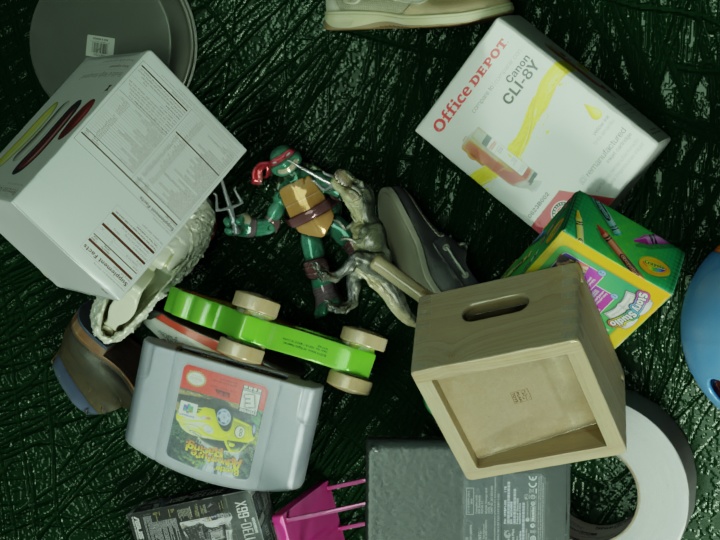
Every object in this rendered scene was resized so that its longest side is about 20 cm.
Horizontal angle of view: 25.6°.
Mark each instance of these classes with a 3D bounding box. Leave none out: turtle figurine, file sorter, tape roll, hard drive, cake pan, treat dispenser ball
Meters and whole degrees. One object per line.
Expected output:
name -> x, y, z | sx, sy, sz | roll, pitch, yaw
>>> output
turtle figurine -> -0.053, -0.060, 1.632 | 0.150, 0.101, 0.200 | -27, 101, 28
file sorter -> 0.013, 0.321, 1.643 | 0.125, 0.139, 0.200 | -14, 93, 19
tape roll -> 0.233, 0.216, 1.587 | 0.200, 0.066, 0.200 | 3, 99, 18
hard drive -> 0.103, 0.234, 1.546 | 0.200, 0.033, 0.140 | 1, 92, 2
cake pan -> -0.275, -0.246, 1.716 | 0.200, 0.037, 0.200 | 3, 99, 19
treat dispenser ball -> 0.392, 0.052, 1.433 | 0.201, 0.201, 0.201 | 3, 99, 19

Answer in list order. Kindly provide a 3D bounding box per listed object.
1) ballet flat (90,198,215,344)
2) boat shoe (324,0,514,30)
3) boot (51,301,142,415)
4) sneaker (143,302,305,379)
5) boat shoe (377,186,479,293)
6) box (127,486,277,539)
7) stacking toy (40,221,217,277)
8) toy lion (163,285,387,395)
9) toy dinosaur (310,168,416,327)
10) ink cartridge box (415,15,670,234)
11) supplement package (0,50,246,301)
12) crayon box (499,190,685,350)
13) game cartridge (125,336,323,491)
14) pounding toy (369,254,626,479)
ballet flat -> -0.218, 0.001, 1.659 | 0.072, 0.072, 0.200 | 39, 107, 10
boat shoe -> 0.056, -0.274, 1.578 | 0.200, 0.072, 0.065 | 2, 99, 26
boot -> -0.261, 0.135, 1.761 | 0.200, 0.075, 0.097 | 50, 128, 7
sneaker -> -0.167, 0.117, 1.715 | 0.201, 0.067, 0.108 | 25, 103, 12
boat shoe -> 0.083, -0.003, 1.625 | 0.063, 0.073, 0.200 | -25, 82, -22
box -> -0.157, 0.343, 1.753 | 0.158, 0.050, 0.200 | -15, 93, 21
stacking toy -> -0.252, -0.039, 1.719 | 0.200, 0.085, 0.085 | -5, 96, 16
toy lion -> -0.098, 0.062, 1.639 | 0.200, 0.192, 0.069 | 19, 89, -24
toy dinosaur -> 0.000, 0.000, 1.582 | 0.088, 0.047, 0.200 | -31, 120, -14
ink cartridge box -> 0.177, -0.133, 1.546 | 0.200, 0.083, 0.145 | 40, 109, 10
supplement package -> -0.259, -0.097, 1.581 | 0.147, 0.191, 0.200 | 46, 72, -24
crayon box -> 0.204, 0.023, 1.507 | 0.119, 0.058, 0.200 | 30, 141, -5
game cartridge -> -0.147, 0.158, 1.666 | 0.200, 0.041, 0.133 | 14, 106, 11
pounding toy -> 0.126, 0.076, 1.473 | 0.200, 0.142, 0.184 | -12, 130, 19
